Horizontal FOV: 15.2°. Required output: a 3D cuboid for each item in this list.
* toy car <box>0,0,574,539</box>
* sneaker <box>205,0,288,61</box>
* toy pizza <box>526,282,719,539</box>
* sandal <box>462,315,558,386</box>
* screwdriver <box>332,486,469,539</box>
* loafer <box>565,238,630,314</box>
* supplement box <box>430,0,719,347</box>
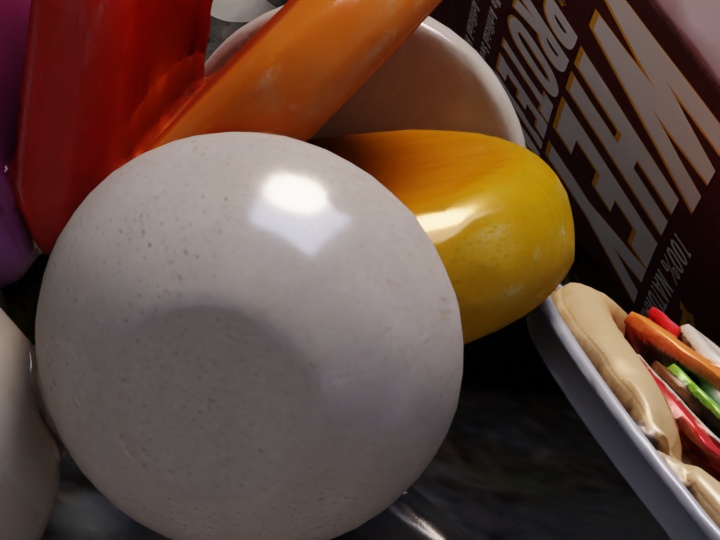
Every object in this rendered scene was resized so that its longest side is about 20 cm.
[{"bbox_3d":[-0.062,-0.024,0.565,0.199,0.150,0.175,-14,16,13],"label":"toy car"},{"bbox_3d":[-0.027,-0.062,0.864,0.079,0.096,0.200,27,-4,15],"label":"sneaker"},{"bbox_3d":[0.111,0.071,0.588,0.200,0.032,0.200,47,7,-8],"label":"toy pizza"},{"bbox_3d":[0.000,0.000,0.771,0.200,0.045,0.075,4,26,-39],"label":"sandal"},{"bbox_3d":[-0.050,0.023,0.682,0.029,0.028,0.200,-33,55,-31],"label":"screwdriver"},{"bbox_3d":[0.090,-0.027,0.782,0.068,0.076,0.200,-8,69,-18],"label":"loafer"},{"bbox_3d":[0.135,-0.090,0.702,0.197,0.133,0.200,-31,74,-17],"label":"supplement box"}]
